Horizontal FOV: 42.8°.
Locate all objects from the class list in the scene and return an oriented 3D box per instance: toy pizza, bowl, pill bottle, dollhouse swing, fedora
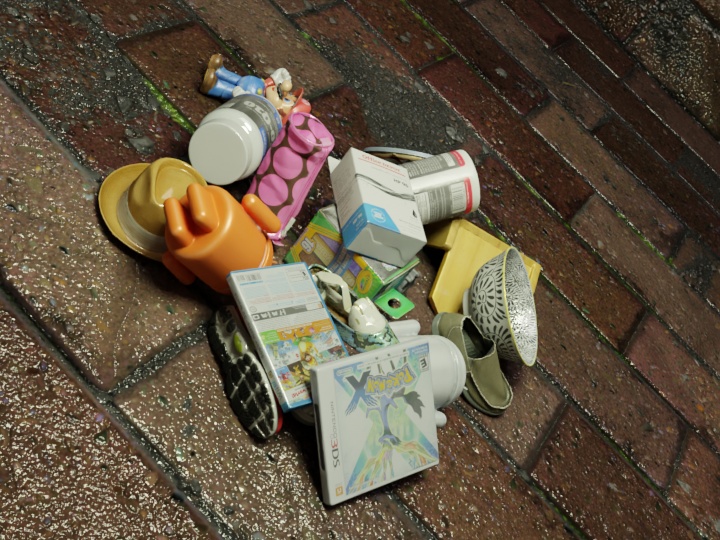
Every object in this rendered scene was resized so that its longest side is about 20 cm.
[{"bbox_3d":[0.093,-0.192,1.723,0.198,0.199,0.032,12,87,-33],"label":"toy pizza"},{"bbox_3d":[0.230,0.067,1.560,0.200,0.093,0.205,-10,90,-66],"label":"bowl"},{"bbox_3d":[-0.198,-0.209,1.464,0.113,0.114,0.200,37,22,-6],"label":"pill bottle"},{"bbox_3d":[0.099,-0.133,1.594,0.196,0.111,0.112,-15,57,-10],"label":"pill bottle"},{"bbox_3d":[0.199,0.019,1.698,0.198,0.178,0.181,27,-3,-17],"label":"dollhouse swing"},{"bbox_3d":[-0.282,-0.102,1.343,0.198,0.082,0.203,24,40,-22],"label":"fedora"}]

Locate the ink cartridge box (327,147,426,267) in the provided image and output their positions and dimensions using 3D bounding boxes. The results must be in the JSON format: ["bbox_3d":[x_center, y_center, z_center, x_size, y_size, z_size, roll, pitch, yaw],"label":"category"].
[{"bbox_3d":[0.022,-0.114,1.437,0.115,0.068,0.202,17,43,-32],"label":"ink cartridge box"}]

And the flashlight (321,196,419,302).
[{"bbox_3d":[0.010,-0.037,1.564,0.200,0.068,0.068,44,31,12],"label":"flashlight"}]

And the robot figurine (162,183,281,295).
[{"bbox_3d":[-0.193,-0.040,1.283,0.115,0.145,0.200,21,-16,32],"label":"robot figurine"}]

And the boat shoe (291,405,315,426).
[{"bbox_3d":[-0.065,0.125,1.327,0.074,0.065,0.204,24,40,-21],"label":"boat shoe"}]

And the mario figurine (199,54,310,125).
[{"bbox_3d":[-0.178,-0.329,1.641,0.197,0.106,0.126,20,75,-15],"label":"mario figurine"}]

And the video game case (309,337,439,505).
[{"bbox_3d":[0.024,0.202,1.255,0.198,0.022,0.186,-11,99,-37],"label":"video game case"}]

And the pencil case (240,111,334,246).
[{"bbox_3d":[-0.113,-0.142,1.439,0.090,0.202,0.094,0,37,-46],"label":"pencil case"}]

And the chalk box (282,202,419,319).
[{"bbox_3d":[0.000,0.000,1.465,0.201,0.124,0.124,49,36,9],"label":"chalk box"}]

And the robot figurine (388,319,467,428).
[{"bbox_3d":[0.081,0.156,1.387,0.198,0.112,0.173,0,69,-41],"label":"robot figurine"}]

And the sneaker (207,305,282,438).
[{"bbox_3d":[-0.137,0.131,1.252,0.084,0.077,0.202,8,49,-44],"label":"sneaker"}]

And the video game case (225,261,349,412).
[{"bbox_3d":[-0.089,0.085,1.255,0.142,0.018,0.202,-8,66,-47],"label":"video game case"}]

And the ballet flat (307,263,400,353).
[{"bbox_3d":[-0.018,0.056,1.328,0.199,0.075,0.074,34,31,29],"label":"ballet flat"}]

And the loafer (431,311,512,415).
[{"bbox_3d":[0.190,0.151,1.489,0.201,0.069,0.075,53,52,-16],"label":"loafer"}]
